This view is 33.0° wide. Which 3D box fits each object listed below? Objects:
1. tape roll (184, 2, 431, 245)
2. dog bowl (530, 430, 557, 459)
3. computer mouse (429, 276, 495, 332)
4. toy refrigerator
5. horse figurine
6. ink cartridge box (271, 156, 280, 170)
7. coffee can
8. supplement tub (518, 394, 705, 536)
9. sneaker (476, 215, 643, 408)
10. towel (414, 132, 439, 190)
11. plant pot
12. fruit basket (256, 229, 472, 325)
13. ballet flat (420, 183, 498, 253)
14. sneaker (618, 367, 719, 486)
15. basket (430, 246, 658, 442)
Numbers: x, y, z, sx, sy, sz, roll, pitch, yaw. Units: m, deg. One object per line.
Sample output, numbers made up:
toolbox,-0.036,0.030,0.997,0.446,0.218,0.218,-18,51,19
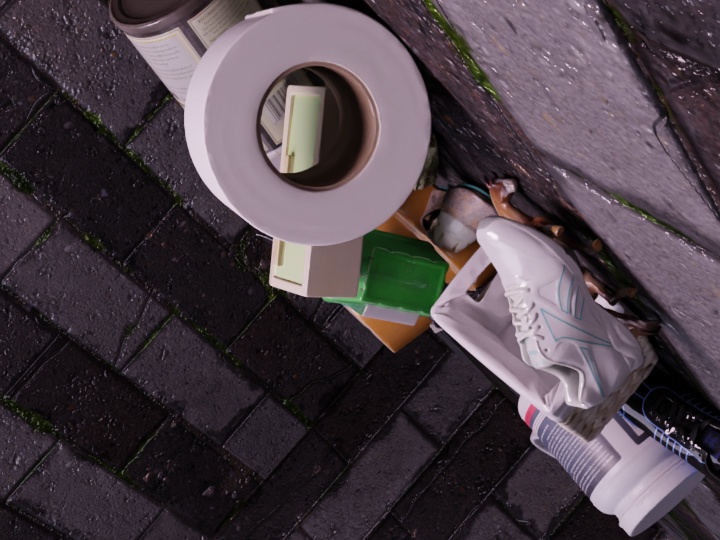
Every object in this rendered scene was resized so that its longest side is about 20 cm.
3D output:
tape roll,-0.051,-0.131,1.079,0.203,0.203,0.139,43,177,-16
dog bowl,0.324,0.218,1.567,0.198,0.080,0.200,22,167,5
computer mouse,0.174,0.057,1.550,0.053,0.137,0.200,65,-166,18
toy refrigerator,-0.040,-0.079,1.208,0.069,0.203,0.076,1,-172,-34
horse figurine,0.194,-0.002,1.122,0.200,0.050,0.132,48,168,-23
ink cartridge box,-0.023,-0.119,1.707,0.200,0.117,0.067,43,178,-9
coffee can,-0.140,-0.227,1.236,0.146,0.146,0.201,39,169,48
supplement tub,0.290,0.187,1.401,0.201,0.140,0.140,51,-179,24
sneaker,0.165,0.037,1.066,0.201,0.080,0.070,48,164,-12
towel,0.025,-0.156,1.315,0.148,0.037,0.200,44,177,7
plant pot,0.060,-0.003,1.585,0.200,0.184,0.200,42,177,3
fruit basket,0.000,0.000,1.373,0.183,0.095,0.199,12,179,-34
ballet flat,0.107,-0.054,1.349,0.068,0.068,0.200,35,178,-6
sneaker,0.346,0.163,1.281,0.199,0.071,0.078,36,174,-1
basket,0.195,0.068,1.270,0.200,0.136,0.123,41,179,42
